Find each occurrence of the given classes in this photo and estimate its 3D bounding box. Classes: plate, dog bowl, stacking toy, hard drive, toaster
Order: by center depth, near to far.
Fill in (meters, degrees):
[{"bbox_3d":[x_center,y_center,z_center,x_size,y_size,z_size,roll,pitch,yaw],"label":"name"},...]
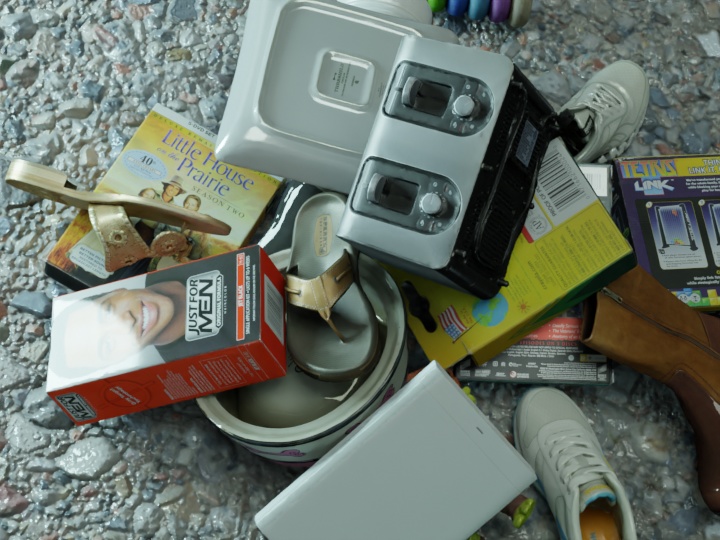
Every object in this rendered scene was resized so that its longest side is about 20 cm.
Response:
[{"bbox_3d":[0.078,-0.083,1.609,0.118,0.200,0.182,18,87,21],"label":"toaster"},{"bbox_3d":[0.029,0.188,1.610,0.200,0.026,0.132,-41,104,6],"label":"hard drive"},{"bbox_3d":[-0.046,0.079,1.674,0.198,0.074,0.202,-10,52,14],"label":"dog bowl"},{"bbox_3d":[-0.015,-0.164,1.740,0.198,0.032,0.201,15,60,-6],"label":"plate"},{"bbox_3d":[0.071,-0.291,1.934,0.198,0.086,0.086,4,61,-2],"label":"stacking toy"}]

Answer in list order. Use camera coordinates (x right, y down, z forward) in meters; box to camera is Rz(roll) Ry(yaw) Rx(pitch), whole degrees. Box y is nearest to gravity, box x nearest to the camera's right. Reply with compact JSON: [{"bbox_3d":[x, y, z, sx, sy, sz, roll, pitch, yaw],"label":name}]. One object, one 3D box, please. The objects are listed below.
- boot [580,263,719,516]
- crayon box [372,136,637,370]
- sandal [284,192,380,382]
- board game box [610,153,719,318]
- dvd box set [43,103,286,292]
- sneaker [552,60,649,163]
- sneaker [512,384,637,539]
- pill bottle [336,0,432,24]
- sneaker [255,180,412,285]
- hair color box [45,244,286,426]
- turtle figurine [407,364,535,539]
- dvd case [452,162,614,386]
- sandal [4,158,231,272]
[{"bbox_3d":[0.274,0.097,1.712,0.199,0.068,0.190,32,58,-29],"label":"boot"},{"bbox_3d":[0.124,-0.008,1.694,0.199,0.051,0.128,-32,70,3],"label":"crayon box"},{"bbox_3d":[-0.029,0.007,1.637,0.081,0.055,0.201,-11,53,14],"label":"sandal"},{"bbox_3d":[0.341,-0.028,1.852,0.198,0.057,0.167,-2,61,-11],"label":"board game box"},{"bbox_3d":[-0.176,-0.043,1.777,0.146,0.029,0.201,29,62,6],"label":"dvd box set"},{"bbox_3d":[0.221,-0.140,1.876,0.075,0.081,0.200,36,60,11],"label":"sneaker"},{"bbox_3d":[0.194,0.185,1.698,0.076,0.081,0.201,-14,64,-15],"label":"sneaker"},{"bbox_3d":[0.003,-0.169,1.830,0.113,0.114,0.201,16,61,-2],"label":"pill bottle"},{"bbox_3d":[0.000,0.000,1.775,0.199,0.075,0.107,35,92,-9],"label":"sneaker"},{"bbox_3d":[-0.164,0.056,1.652,0.198,0.061,0.102,-15,52,16],"label":"hair color box"},{"bbox_3d":[0.059,0.194,1.676,0.161,0.065,0.200,35,69,10],"label":"turtle figurine"},{"bbox_3d":[0.155,0.001,1.747,0.144,0.022,0.202,1,82,-4],"label":"dvd case"},{"bbox_3d":[-0.221,-0.034,1.717,0.210,0.078,0.070,17,81,9],"label":"sandal"}]
